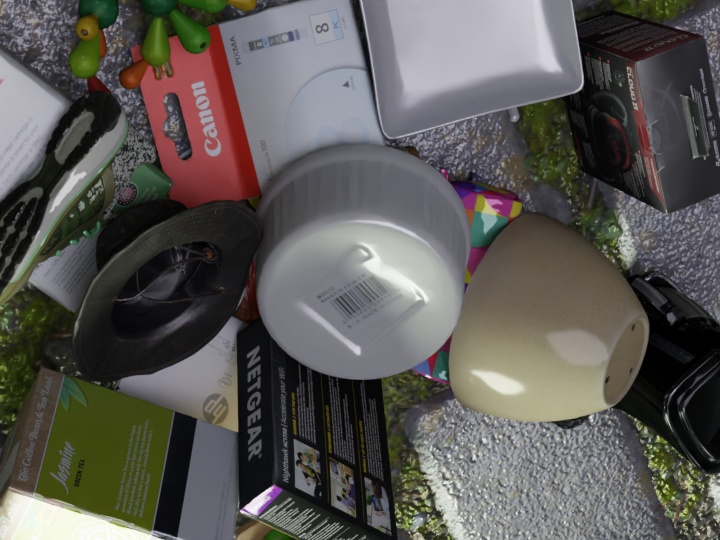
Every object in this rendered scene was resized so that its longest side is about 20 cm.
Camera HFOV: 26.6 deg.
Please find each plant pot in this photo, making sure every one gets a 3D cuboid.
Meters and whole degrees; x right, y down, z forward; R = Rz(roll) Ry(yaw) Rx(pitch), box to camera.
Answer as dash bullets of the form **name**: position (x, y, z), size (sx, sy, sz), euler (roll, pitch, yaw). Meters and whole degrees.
- **plant pot**: position (0.193, 0.062, 1.436), size (0.200, 0.134, 0.202), euler (-38, 140, -41)

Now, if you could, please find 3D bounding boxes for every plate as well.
- **plate**: position (0.091, -0.235, 1.340), size (0.198, 0.032, 0.201), euler (-16, 109, -14)

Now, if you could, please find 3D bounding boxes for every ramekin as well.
- **ramekin**: position (0.000, 0.000, 1.333), size (0.198, 0.098, 0.202), euler (0, 126, 0)

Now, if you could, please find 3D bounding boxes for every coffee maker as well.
- **coffee maker**: position (0.304, 0.118, 1.507), size (0.134, 0.200, 0.193), euler (28, 96, -24)

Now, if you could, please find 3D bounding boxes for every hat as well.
- **hat**: position (-0.179, -0.001, 1.274), size (0.200, 0.081, 0.201), euler (-34, 152, -20)

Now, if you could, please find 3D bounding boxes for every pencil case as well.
- **pencil case**: position (0.095, 0.006, 1.464), size (0.088, 0.088, 0.202), euler (7, 103, -21)

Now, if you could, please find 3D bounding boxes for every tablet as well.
- **tablet**: position (-0.129, 0.107, 1.399), size (0.199, 0.014, 0.131), euler (29, 71, -32)

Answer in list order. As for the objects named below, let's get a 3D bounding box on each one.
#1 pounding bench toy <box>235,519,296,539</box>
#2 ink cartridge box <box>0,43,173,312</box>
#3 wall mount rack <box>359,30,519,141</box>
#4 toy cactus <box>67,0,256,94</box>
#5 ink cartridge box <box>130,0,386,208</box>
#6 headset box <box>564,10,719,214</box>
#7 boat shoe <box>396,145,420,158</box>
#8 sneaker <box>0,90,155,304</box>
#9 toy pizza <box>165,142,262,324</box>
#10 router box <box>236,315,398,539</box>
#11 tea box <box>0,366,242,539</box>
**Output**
- **pounding bench toy**: position (-0.062, 0.311, 1.462), size (0.199, 0.156, 0.125), euler (-28, 113, -10)
- **ink cartridge box**: position (-0.286, -0.085, 1.301), size (0.200, 0.087, 0.146), euler (38, 91, -27)
- **wall mount rack**: position (0.072, -0.219, 1.391), size (0.198, 0.075, 0.175), euler (-10, 111, -15)
- **toy cactus**: position (-0.187, -0.248, 1.282), size (0.200, 0.102, 0.165), euler (-41, 99, -8)
- **ink cartridge box**: position (-0.088, -0.146, 1.345), size (0.198, 0.047, 0.161), euler (-15, 100, -6)
- **headset box**: position (0.263, -0.148, 1.410), size (0.074, 0.200, 0.150), euler (-21, 111, -11)
- **boat shoe**: position (0.022, -0.018, 1.442), size (0.062, 0.073, 0.202), euler (-1, 101, -12)
- **sneaker**: position (-0.236, -0.045, 1.252), size (0.200, 0.077, 0.088), euler (-52, 133, 6)
- **toy pizza**: position (-0.106, -0.029, 1.411), size (0.198, 0.032, 0.202), euler (-6, 108, -17)
- **router box**: position (-0.040, 0.150, 1.363), size (0.149, 0.201, 0.051), euler (33, 124, -32)
- **tea box**: position (-0.229, 0.218, 1.327), size (0.195, 0.134, 0.200), euler (20, 133, -14)
